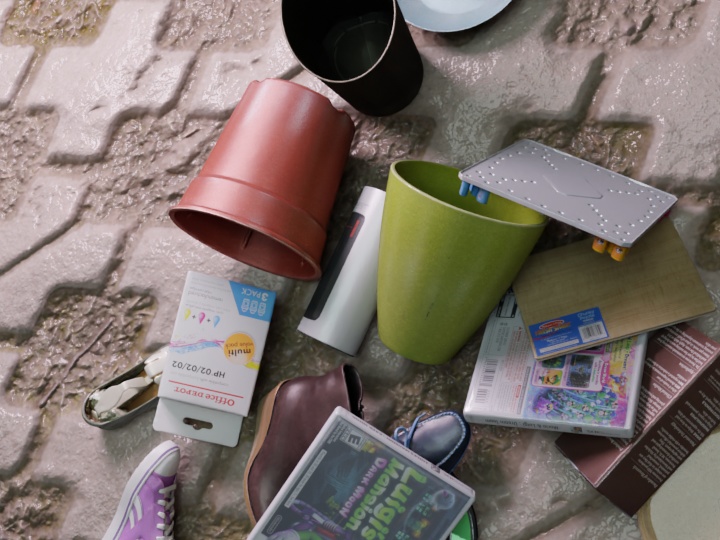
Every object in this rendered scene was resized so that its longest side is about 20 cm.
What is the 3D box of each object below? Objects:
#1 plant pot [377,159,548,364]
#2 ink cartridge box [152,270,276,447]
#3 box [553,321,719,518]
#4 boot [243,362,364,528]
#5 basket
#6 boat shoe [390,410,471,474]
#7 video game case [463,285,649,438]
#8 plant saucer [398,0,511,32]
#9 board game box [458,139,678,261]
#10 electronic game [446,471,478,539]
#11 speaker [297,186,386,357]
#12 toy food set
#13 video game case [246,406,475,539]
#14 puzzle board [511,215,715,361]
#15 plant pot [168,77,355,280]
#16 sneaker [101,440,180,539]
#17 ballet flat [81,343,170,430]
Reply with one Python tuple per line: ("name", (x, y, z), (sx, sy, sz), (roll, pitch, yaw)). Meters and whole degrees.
("plant pot", (0.093, 0.000, 1.171), (0.187, 0.187, 0.201), (26, 111, 21))
("ink cartridge box", (-0.183, 0.113, 1.265), (0.115, 0.068, 0.201), (14, 82, -8))
("box", (0.316, 0.155, 1.095), (0.200, 0.075, 0.100), (-46, 25, 3))
("boot", (-0.063, 0.219, 1.194), (0.166, 0.072, 0.201), (-23, 62, 42))
("basket", (0.001, -0.277, 1.242), (0.136, 0.200, 0.181), (-18, 74, 12))
("boat shoe", (0.041, 0.231, 1.153), (0.200, 0.069, 0.084), (-42, 63, 1))
("video game case", (0.224, 0.090, 1.131), (0.181, 0.024, 0.200), (2, 50, 24))
("plant saucer", (0.124, -0.396, 1.315), (0.200, 0.039, 0.202), (-4, 76, 17))
("board game box", (0.234, -0.084, 1.138), (0.199, 0.200, 0.026), (25, 119, 22))
("electronic game", (0.039, 0.308, 1.189), (0.199, 0.042, 0.201), (-4, 77, 16))
("speaker", (0.000, 0.000, 1.248), (0.081, 0.081, 0.201), (24, 87, 21))
("toy food set", (0.396, 0.253, 1.085), (0.200, 0.049, 0.198), (-28, 71, 10))
("video game case", (-0.002, 0.276, 1.123), (0.181, 0.023, 0.200), (32, 105, -5))
("puzzle board", (0.277, 0.021, 1.147), (0.199, 0.017, 0.151), (-17, 46, 7))
("plant pot", (-0.106, -0.117, 1.256), (0.200, 0.201, 0.196), (17, 76, 20))
("sneaker", (-0.248, 0.320, 1.267), (0.114, 0.073, 0.201), (28, 98, 17))
("ballet flat", (-0.273, 0.144, 1.311), (0.200, 0.064, 0.068), (-33, 71, 8))
